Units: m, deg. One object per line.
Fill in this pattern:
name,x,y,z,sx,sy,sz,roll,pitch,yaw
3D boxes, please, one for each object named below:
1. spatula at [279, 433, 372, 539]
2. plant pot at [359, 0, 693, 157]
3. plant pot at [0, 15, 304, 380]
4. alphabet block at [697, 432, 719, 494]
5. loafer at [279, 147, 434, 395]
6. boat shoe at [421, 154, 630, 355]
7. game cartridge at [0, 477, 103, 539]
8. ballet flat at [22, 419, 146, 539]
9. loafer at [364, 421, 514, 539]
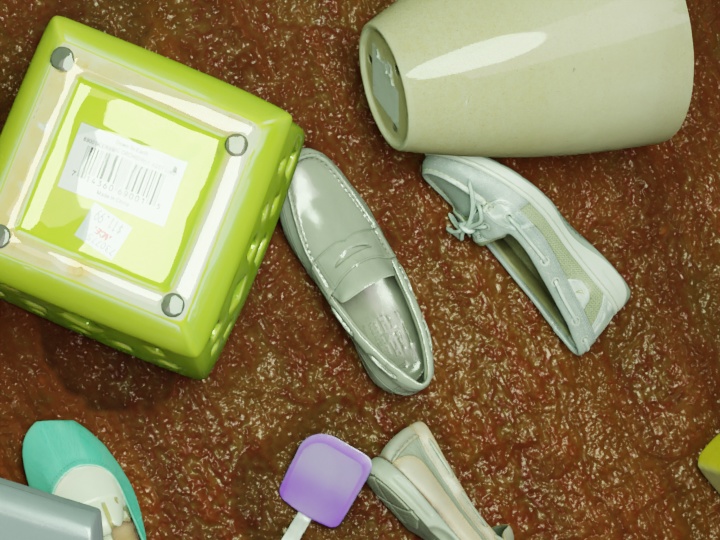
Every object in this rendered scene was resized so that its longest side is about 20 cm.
spatula,-0.061,0.216,1.310,0.056,0.021,0.201,29,86,6
plant pot,0.106,-0.156,1.269,0.198,0.187,0.189,-17,96,-15
plant pot,-0.155,-0.051,1.179,0.198,0.181,0.201,22,86,-3
alphabet block,0.422,0.165,1.373,0.196,0.195,0.200,-43,102,-13
loafer,0.000,0.000,1.301,0.070,0.070,0.201,-33,100,-13
boat shoe,0.119,-0.020,1.338,0.202,0.074,0.065,42,75,-21
game cartridge,-0.249,0.246,1.212,0.132,0.040,0.202,15,100,-1
ballet flat,-0.178,0.197,1.252,0.067,0.070,0.202,-25,98,-14
loafer,0.089,0.201,1.337,0.200,0.072,0.063,47,72,-10
